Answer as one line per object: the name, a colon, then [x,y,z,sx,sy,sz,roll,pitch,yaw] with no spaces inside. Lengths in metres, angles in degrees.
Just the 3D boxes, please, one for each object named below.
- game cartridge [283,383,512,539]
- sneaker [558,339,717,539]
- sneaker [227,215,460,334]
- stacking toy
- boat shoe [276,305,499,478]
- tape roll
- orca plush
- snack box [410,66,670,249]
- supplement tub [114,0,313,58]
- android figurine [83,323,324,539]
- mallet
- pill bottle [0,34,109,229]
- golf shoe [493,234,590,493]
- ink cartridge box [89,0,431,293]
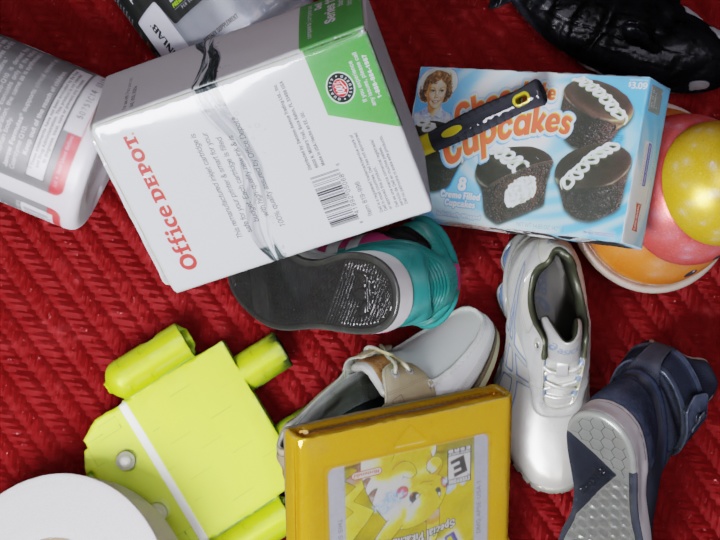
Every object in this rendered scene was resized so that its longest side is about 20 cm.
game cartridge: [0.031,0.193,1.076,0.175,0.032,0.202,-9,108,-24]
sneaker: [0.212,0.148,1.122,0.076,0.146,0.204,19,131,27]
sneaker: [0.000,0.000,1.099,0.120,0.199,0.084,-7,103,-42]
stacking toy: [0.246,-0.059,1.057,0.145,0.200,0.148,1,88,-17]
boat shoe: [0.023,0.091,1.095,0.200,0.075,0.069,-44,126,-17]
tape roll: [-0.213,0.248,1.062,0.201,0.037,0.205,-6,73,21]
orca plush: [0.200,-0.195,1.132,0.199,0.071,0.106,36,87,-1]
snack box: [0.121,-0.085,1.085,0.199,0.037,0.117,8,87,39]
supplement tub: [-0.136,-0.239,1.092,0.122,0.123,0.201,-37,91,-3]
android figurine: [-0.126,0.137,1.125,0.199,0.041,0.183,-30,90,-5]
mallet: [0.050,-0.083,1.096,0.199,0.041,0.066,-15,88,28]
pill bottle: [-0.278,-0.118,1.087,0.199,0.114,0.115,23,88,-2]
golf shoe: [0.139,0.071,1.111,0.078,0.097,0.202,-6,90,-5]
ink cartridge box: [-0.067,-0.089,1.030,0.198,0.083,0.147,-17,121,9]
